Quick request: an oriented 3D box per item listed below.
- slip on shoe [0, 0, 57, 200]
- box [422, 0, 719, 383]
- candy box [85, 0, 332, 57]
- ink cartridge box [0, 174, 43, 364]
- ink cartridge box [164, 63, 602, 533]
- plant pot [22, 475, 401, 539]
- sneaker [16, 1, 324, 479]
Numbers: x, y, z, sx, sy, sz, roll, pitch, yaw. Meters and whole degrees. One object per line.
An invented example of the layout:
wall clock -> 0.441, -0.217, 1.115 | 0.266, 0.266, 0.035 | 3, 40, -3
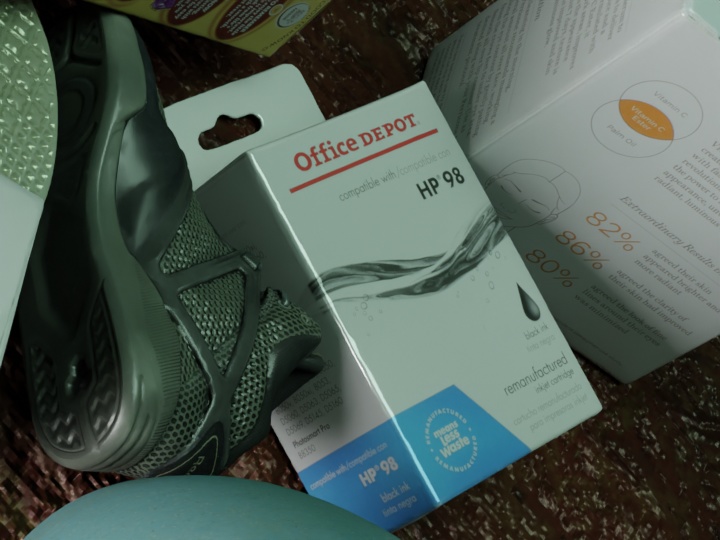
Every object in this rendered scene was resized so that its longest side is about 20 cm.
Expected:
slip on shoe -> -0.168, -0.097, 0.964 | 0.074, 0.061, 0.201 | -4, 67, -47
box -> 0.135, -0.062, 1.105 | 0.152, 0.200, 0.107 | 35, 49, -22
candy box -> -0.096, -0.159, 1.005 | 0.200, 0.056, 0.117 | 9, 46, -58
ink cartridge box -> -0.224, -0.010, 0.810 | 0.199, 0.144, 0.085 | 32, 49, -24
ink cartridge box -> 0.000, 0.000, 1.050 | 0.116, 0.067, 0.201 | -25, 85, -44
plant pot -> -0.059, 0.147, 0.857 | 0.199, 0.201, 0.135 | 7, 27, -38
sneaker -> -0.079, -0.006, 0.986 | 0.114, 0.076, 0.201 | 23, 44, -47
